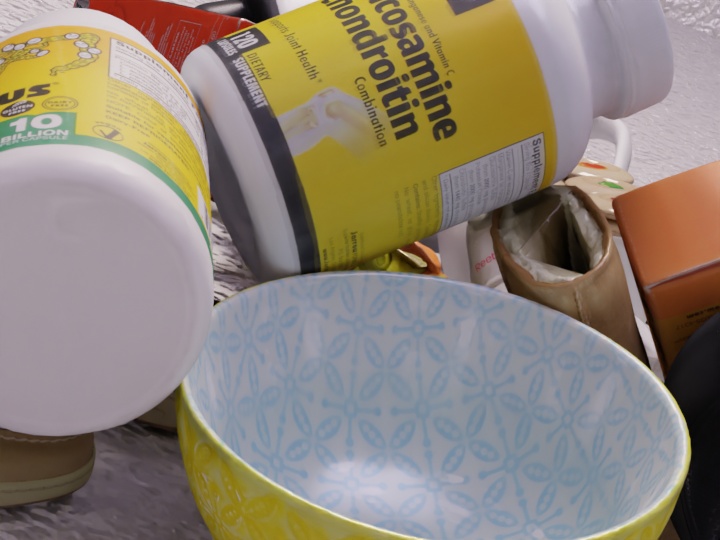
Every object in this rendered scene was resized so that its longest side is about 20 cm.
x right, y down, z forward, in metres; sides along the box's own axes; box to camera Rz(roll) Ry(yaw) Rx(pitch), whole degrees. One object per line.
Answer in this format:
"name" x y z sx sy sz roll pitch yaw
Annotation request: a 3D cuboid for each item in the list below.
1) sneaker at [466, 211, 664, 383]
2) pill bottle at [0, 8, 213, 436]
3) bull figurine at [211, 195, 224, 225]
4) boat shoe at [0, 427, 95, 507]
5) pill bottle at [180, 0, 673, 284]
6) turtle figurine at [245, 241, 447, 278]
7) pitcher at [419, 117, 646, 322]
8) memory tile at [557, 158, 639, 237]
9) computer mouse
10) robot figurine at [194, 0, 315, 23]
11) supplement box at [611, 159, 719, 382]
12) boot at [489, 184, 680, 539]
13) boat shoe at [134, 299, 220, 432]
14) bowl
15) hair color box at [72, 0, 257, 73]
"sneaker" 0.119 0.021 1.085 0.200 0.077 0.100 40 30 -53
"pill bottle" -0.115 -0.031 0.772 0.112 0.114 0.200 20 23 -14
"bull figurine" -0.045 -0.043 1.145 0.120 0.066 0.200 19 0 -14
"boat shoe" -0.186 0.040 0.744 0.198 0.063 0.073 15 18 -30
"pill bottle" 0.030 -0.076 0.854 0.198 0.113 0.112 -23 33 -12
"turtle figurine" 0.000 0.000 0.994 0.200 0.065 0.161 42 -13 -27
"pitcher" 0.121 -0.033 1.225 0.200 0.171 0.122 46 -18 58
"memory tile" 0.063 -0.053 1.071 0.198 0.017 0.153 9 13 -5
"computer mouse" 0.160 0.114 0.845 0.052 0.202 0.138 -8 11 20
"robot figurine" -0.010 -0.136 1.262 0.198 0.152 0.125 -9 -15 -19
"supplement box" 0.175 0.045 0.924 0.067 0.068 0.201 -103 170 -48
"boot" 0.108 0.041 0.934 0.201 0.066 0.175 66 -5 -30
"boat shoe" -0.036 0.043 0.921 0.198 0.072 0.072 17 18 -26
"bowl" 0.020 0.093 0.762 0.198 0.109 0.201 8 26 -4
"hair color box" -0.073 -0.094 0.993 0.101 0.062 0.199 18 2 -33
